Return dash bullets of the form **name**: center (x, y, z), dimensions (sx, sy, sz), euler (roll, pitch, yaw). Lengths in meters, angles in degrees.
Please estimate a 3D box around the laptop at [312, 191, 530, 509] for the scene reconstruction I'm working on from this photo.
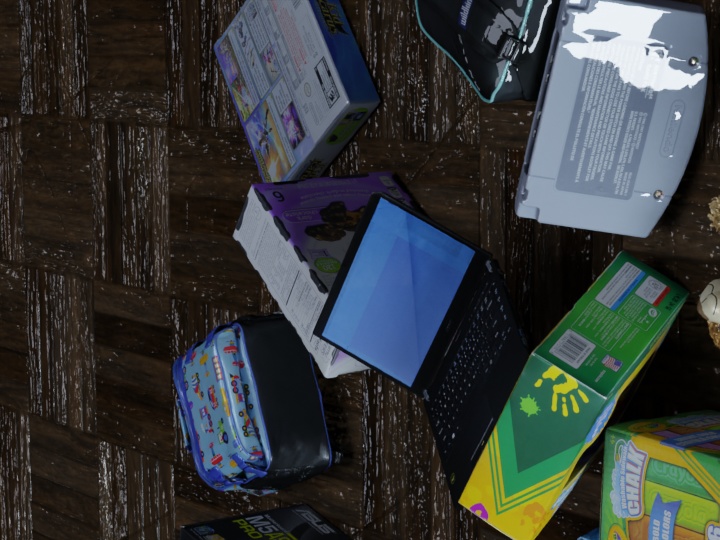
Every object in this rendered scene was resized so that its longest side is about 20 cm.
- **laptop**: center (0.049, 0.067, 1.735), dimensions (0.201, 0.102, 0.178), euler (-106, 30, -44)

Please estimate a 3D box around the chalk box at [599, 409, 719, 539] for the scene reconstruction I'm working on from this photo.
- **chalk box**: center (0.269, 0.185, 1.614), dimensions (0.199, 0.123, 0.126), euler (11, 103, 54)

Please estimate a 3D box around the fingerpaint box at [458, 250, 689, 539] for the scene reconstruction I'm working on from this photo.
- **fingerpaint box**: center (0.177, 0.103, 1.670), dimensions (0.073, 0.200, 0.168), euler (32, 125, 12)

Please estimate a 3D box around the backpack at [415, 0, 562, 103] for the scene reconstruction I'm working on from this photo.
- **backpack**: center (0.135, -0.248, 1.729), dimensions (0.200, 0.152, 0.177), euler (42, 127, 47)

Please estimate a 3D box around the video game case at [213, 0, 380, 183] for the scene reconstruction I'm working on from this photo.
- **video game case**: center (-0.069, -0.205, 2.128), dimensions (0.181, 0.045, 0.202), euler (-47, 56, 46)

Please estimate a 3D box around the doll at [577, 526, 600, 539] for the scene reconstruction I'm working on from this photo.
- **doll**: center (0.220, 0.277, 1.703), dimensions (0.048, 0.136, 0.202), euler (-21, 46, 32)

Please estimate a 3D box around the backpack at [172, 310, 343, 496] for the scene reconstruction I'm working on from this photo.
- **backpack**: center (-0.127, 0.153, 2.184), dimensions (0.200, 0.133, 0.185), euler (-31, 68, 56)

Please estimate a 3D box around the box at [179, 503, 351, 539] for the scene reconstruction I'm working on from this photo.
- **box**: center (-0.073, 0.310, 2.098), dimensions (0.200, 0.159, 0.045), euler (31, 121, 50)

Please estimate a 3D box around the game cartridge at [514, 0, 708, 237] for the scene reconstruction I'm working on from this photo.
- **game cartridge**: center (0.209, -0.127, 1.658), dimensions (0.041, 0.132, 0.202), euler (-88, 9, -64)

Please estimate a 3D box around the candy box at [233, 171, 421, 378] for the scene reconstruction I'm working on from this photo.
- **candy box**: center (0.000, 0.000, 1.945), dimensions (0.201, 0.166, 0.072), euler (54, 137, 36)

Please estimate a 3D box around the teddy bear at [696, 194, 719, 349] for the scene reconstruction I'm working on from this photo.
- **teddy bear**: center (0.316, -0.017, 1.570), dimensions (0.200, 0.066, 0.146), euler (-51, 51, 45)
